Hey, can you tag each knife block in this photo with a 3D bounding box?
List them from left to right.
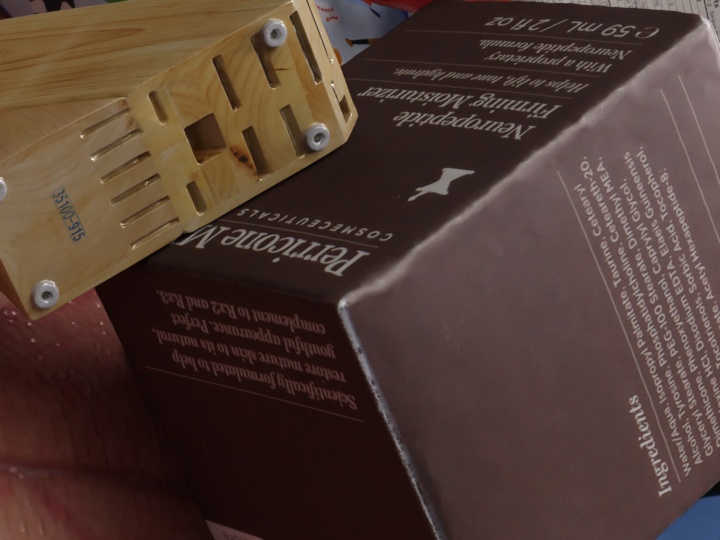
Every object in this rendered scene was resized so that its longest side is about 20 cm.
[{"bbox_3d":[-0.125,-0.059,0.971,0.199,0.064,0.176,-31,34,-14],"label":"knife block"}]

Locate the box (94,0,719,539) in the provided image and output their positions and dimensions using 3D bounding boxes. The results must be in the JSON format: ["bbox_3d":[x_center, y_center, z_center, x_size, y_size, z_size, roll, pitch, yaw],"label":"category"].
[{"bbox_3d":[0.040,0.017,0.974,0.200,0.166,0.165,-37,118,-29],"label":"box"}]

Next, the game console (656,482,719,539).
[{"bbox_3d":[0.091,0.101,1.078,0.119,0.170,0.200,62,35,-21],"label":"game console"}]

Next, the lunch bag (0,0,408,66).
[{"bbox_3d":[-0.073,-0.129,1.165,0.200,0.076,0.160,45,37,2],"label":"lunch bag"}]

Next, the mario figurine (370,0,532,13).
[{"bbox_3d":[0.033,-0.188,1.100,0.123,0.106,0.200,5,39,-29],"label":"mario figurine"}]

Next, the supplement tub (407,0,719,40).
[{"bbox_3d":[0.130,-0.109,1.188,0.145,0.199,0.146,-12,90,-83],"label":"supplement tub"}]
